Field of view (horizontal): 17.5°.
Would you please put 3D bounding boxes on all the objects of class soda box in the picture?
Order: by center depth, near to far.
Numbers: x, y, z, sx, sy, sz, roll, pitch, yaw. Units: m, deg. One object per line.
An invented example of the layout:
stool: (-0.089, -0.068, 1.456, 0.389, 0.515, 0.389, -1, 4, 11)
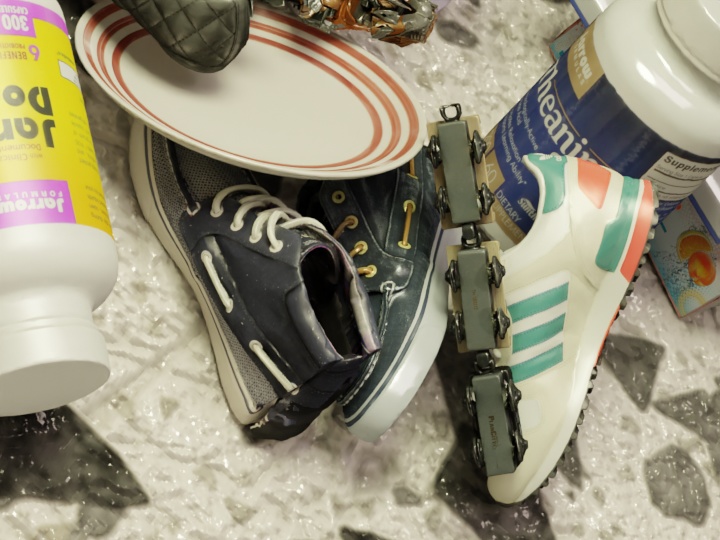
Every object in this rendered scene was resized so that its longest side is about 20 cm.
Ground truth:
soda box: (0.199, -0.076, 1.487, 0.068, 0.064, 0.201, -15, 77, -42)

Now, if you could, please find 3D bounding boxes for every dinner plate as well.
dinner plate: (-0.061, -0.098, 1.276, 0.199, 0.024, 0.201, 16, 30, -9)

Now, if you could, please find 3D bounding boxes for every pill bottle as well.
pill bottle: (-0.178, -0.035, 1.146, 0.104, 0.104, 0.201, 0, 66, -37)
pill bottle: (0.158, -0.089, 1.358, 0.111, 0.200, 0.111, 25, 40, -23)

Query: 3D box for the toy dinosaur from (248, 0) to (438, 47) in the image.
toy dinosaur: (-0.052, -0.182, 1.330, 0.199, 0.136, 0.103, 6, 86, 2)

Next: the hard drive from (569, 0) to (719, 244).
hard drive: (0.213, -0.126, 1.463, 0.132, 0.025, 0.201, -26, 83, -43)

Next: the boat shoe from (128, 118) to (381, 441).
boat shoe: (-0.052, -0.018, 1.240, 0.074, 0.093, 0.201, -15, 75, -41)

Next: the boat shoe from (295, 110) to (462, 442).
boat shoe: (0.000, 0.000, 1.295, 0.091, 0.071, 0.201, 31, 46, -15)

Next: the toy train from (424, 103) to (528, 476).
toy train: (0.064, 0.010, 1.260, 0.046, 0.034, 0.201, -31, 114, -79)

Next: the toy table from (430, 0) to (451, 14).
toy table: (0.014, -0.258, 1.408, 0.200, 0.117, 0.184, 48, 47, -7)

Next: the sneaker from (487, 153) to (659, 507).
sneaker: (0.094, 0.029, 1.311, 0.093, 0.070, 0.201, 22, 95, 0)

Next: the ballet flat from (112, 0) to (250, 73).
ballet flat: (-0.134, -0.183, 1.267, 0.200, 0.057, 0.066, 38, 42, 14)
